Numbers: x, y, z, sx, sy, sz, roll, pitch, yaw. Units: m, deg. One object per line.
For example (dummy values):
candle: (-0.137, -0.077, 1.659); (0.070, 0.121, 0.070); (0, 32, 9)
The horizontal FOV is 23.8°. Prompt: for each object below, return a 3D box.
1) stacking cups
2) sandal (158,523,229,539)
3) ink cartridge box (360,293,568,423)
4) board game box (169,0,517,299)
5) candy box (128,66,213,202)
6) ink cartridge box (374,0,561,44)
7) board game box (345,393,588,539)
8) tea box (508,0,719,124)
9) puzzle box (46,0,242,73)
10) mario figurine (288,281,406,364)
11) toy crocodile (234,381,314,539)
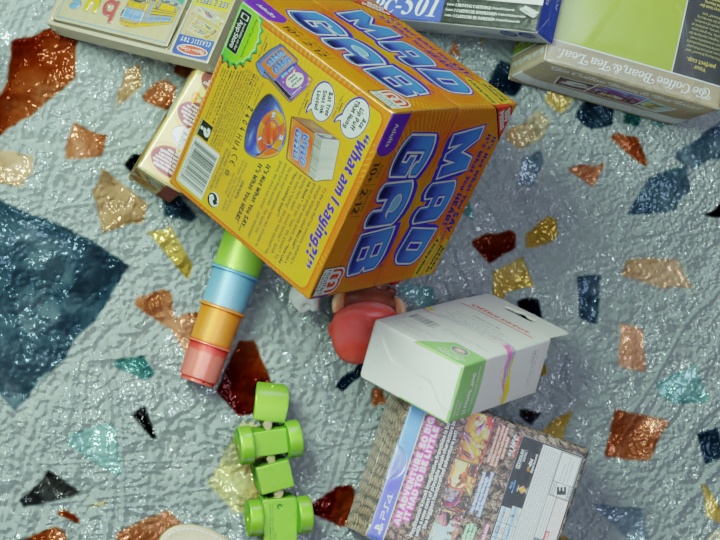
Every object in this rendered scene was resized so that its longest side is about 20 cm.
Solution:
stacking cups: (-0.131, 0.021, 1.749); (0.060, 0.061, 0.200); (18, 88, -12)
sandal: (-0.122, 0.343, 1.728); (0.078, 0.070, 0.212); (-38, 96, -12)
ink cartridge box: (0.110, 0.085, 1.739); (0.200, 0.117, 0.067); (-12, 122, -50)
board game box: (-0.017, -0.120, 1.618); (0.200, 0.200, 0.200); (39, 119, 27)
candy box: (-0.156, -0.169, 1.716); (0.055, 0.115, 0.200); (32, 81, -9)
ink cartridge box: (0.109, -0.291, 1.757); (0.200, 0.044, 0.094); (10, 84, 30)
board game box: (0.109, 0.226, 1.771); (0.200, 0.097, 0.160); (21, 84, -11)
tea box: (0.285, -0.278, 1.812); (0.200, 0.134, 0.197); (15, 84, -11)
puzzle box: (-0.203, -0.276, 1.693); (0.200, 0.025, 0.133); (16, 77, 25)
mario figurine: (0.000, 0.000, 1.780); (0.123, 0.106, 0.200); (0, 75, 23)
toy crocodile: (-0.090, 0.214, 1.751); (0.067, 0.062, 0.200); (-7, 94, -13)
